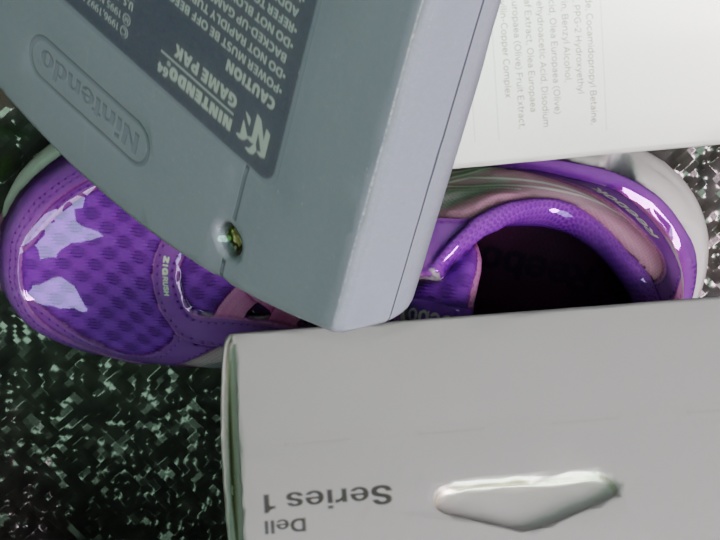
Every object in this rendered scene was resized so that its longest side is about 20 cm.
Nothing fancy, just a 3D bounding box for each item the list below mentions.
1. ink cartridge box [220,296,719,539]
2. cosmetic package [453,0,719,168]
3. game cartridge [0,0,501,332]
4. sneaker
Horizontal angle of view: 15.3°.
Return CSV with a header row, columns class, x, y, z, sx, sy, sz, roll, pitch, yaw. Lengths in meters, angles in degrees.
class,x,y,z,sx,sy,sz,roll,pitch,yaw
ink cartridge box,0.041,0.101,0.714,0.146,0.084,0.200,-4,139,-2
cosmetic package,0.084,-0.084,0.693,0.200,0.108,0.085,-4,107,-1
game cartridge,-0.046,-0.081,0.648,0.041,0.200,0.133,-22,140,-36
sneaker,0.000,0.000,0.725,0.200,0.088,0.081,3,109,-3
